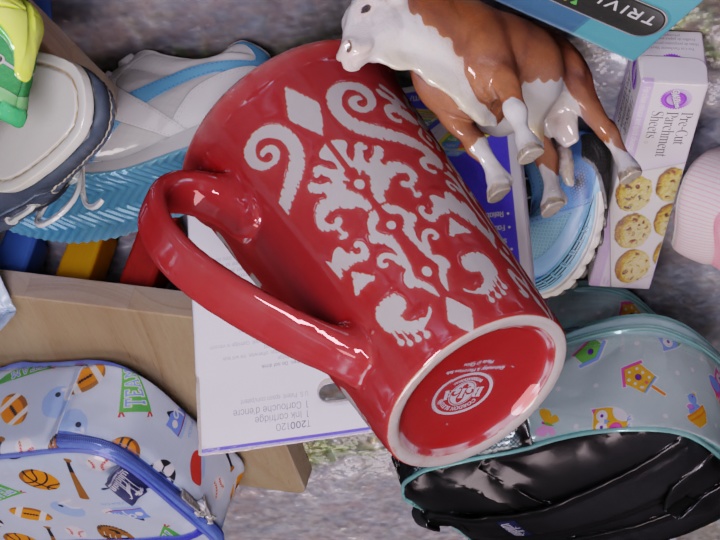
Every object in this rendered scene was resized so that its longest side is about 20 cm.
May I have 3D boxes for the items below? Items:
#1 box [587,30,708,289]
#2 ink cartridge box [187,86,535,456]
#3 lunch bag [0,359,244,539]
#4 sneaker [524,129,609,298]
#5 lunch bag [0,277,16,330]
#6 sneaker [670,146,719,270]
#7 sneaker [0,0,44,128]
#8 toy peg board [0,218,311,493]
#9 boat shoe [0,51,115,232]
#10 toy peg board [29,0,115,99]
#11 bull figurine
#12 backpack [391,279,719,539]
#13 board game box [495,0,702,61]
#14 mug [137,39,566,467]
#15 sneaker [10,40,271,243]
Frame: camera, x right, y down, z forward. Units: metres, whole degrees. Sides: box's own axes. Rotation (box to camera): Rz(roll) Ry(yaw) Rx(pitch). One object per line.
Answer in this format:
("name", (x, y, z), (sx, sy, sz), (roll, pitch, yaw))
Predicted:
("box", (0.164, -0.061, 1.598), (0.041, 0.039, 0.201), (2, 145, -5))
("ink cartridge box", (0.000, 0.000, 1.547), (0.197, 0.201, 0.043), (-8, 160, 12))
("lunch bag", (-0.175, 0.124, 1.710), (0.199, 0.076, 0.160), (-4, 146, 33))
("sneaker", (0.073, -0.021, 1.625), (0.090, 0.079, 0.200), (23, 139, -24))
("lunch bag", (-0.321, 0.021, 1.555), (0.169, 0.200, 0.128), (-10, 107, 29))
("sneaker", (0.248, -0.024, 1.633), (0.104, 0.076, 0.200), (19, 176, 29))
("sneaker", (-0.240, -0.077, 1.346), (0.199, 0.084, 0.074), (-18, 155, 34))
("toy peg board", (-0.134, 0.036, 1.711), (0.198, 0.098, 0.200), (7, 147, 18))
("boat shoe", (-0.175, -0.058, 1.422), (0.062, 0.075, 0.200), (12, 155, -33))
("toy peg board", (-0.257, -0.142, 1.448), (0.199, 0.098, 0.199), (-10, 159, 16))
("bull figurine", (0.069, -0.095, 1.450), (0.065, 0.122, 0.199), (-37, 158, 29))
("backpack", (0.141, 0.096, 1.722), (0.199, 0.154, 0.176), (-9, 147, 29))
("board game box", (0.139, -0.200, 1.394), (0.150, 0.047, 0.200), (20, 140, -26))
("mug", (-0.008, 0.005, 1.427), (0.177, 0.200, 0.134), (-28, 146, -13))
("sneaker", (-0.135, -0.072, 1.546), (0.199, 0.081, 0.077), (-10, 145, 16))
